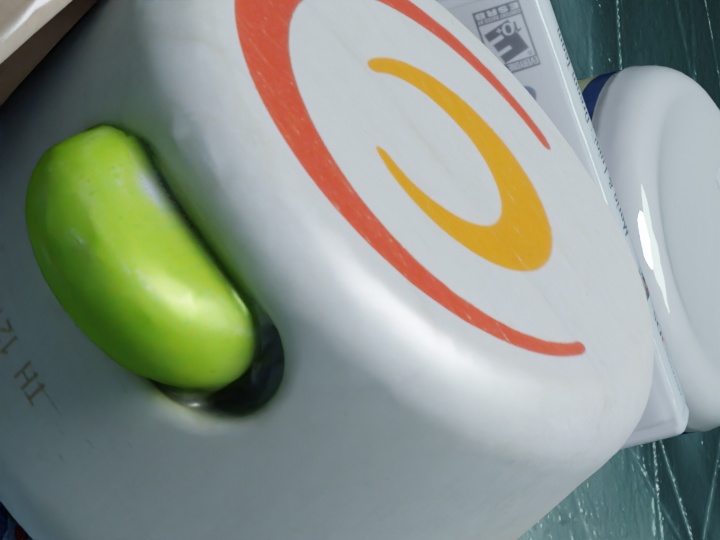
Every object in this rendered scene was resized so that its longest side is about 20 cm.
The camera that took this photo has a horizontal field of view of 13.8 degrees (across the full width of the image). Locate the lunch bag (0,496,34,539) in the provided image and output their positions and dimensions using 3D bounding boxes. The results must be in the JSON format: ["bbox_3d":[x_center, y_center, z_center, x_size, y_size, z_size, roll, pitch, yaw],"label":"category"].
[{"bbox_3d":[-0.107,0.145,0.833,0.200,0.161,0.083,38,49,-21],"label":"lunch bag"}]

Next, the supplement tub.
[{"bbox_3d":[0.051,0.007,1.196,0.145,0.199,0.146,36,48,-54],"label":"supplement tub"}]

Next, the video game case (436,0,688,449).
[{"bbox_3d":[0.000,0.000,1.099,0.024,0.199,0.183,-61,133,-67],"label":"video game case"}]

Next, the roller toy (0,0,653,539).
[{"bbox_3d":[-0.023,0.011,0.817,0.200,0.140,0.183,34,30,-25],"label":"roller toy"}]

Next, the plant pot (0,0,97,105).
[{"bbox_3d":[-0.168,-0.100,0.830,0.175,0.200,0.200,48,31,-3],"label":"plant pot"}]
